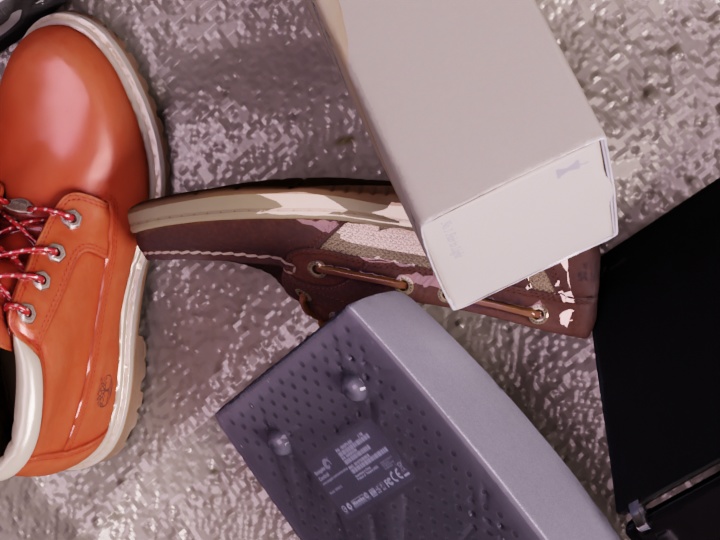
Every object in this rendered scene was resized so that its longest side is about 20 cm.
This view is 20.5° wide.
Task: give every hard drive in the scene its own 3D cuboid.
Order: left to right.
[{"bbox_3d":[0.038,0.107,0.789,0.200,0.042,0.135,52,142,1],"label":"hard drive"}]

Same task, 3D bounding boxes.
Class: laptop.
[{"bbox_3d":[0.190,0.055,0.729,0.177,0.103,0.200,-36,95,35],"label":"laptop"}]

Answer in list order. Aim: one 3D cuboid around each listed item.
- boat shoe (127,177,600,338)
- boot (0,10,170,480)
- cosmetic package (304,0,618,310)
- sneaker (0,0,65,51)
[{"bbox_3d":[0.000,0.000,0.809,0.199,0.072,0.072,2,96,13],"label":"boat shoe"},{"bbox_3d":[-0.134,-0.009,0.836,0.075,0.107,0.201,3,96,20],"label":"boot"},{"bbox_3d":[0.020,-0.098,0.738,0.073,0.104,0.201,-24,69,1],"label":"cosmetic package"},{"bbox_3d":[-0.139,-0.174,0.832,0.200,0.076,0.116,-29,88,22],"label":"sneaker"}]
